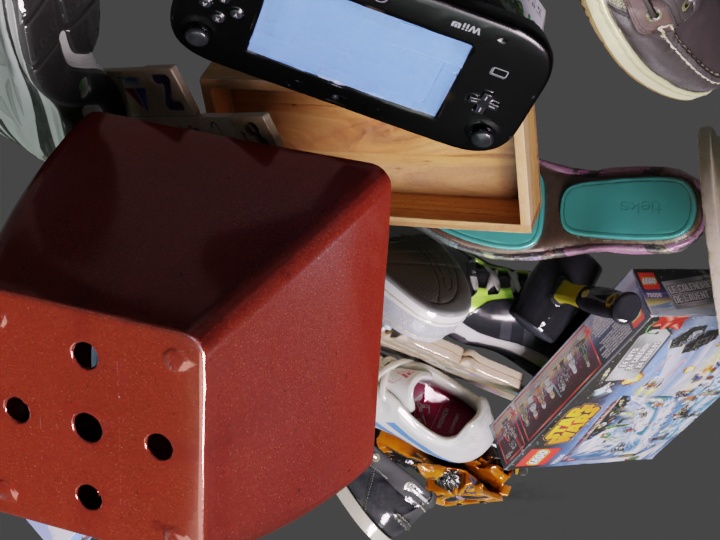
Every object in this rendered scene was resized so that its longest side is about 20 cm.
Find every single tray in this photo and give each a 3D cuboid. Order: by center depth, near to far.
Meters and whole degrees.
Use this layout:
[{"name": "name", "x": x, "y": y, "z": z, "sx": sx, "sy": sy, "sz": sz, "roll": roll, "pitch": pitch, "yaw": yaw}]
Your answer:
[{"name": "tray", "x": 0.007, "y": -0.078, "z": 0.957, "sx": 0.198, "sy": 0.037, "sz": 0.099, "roll": 4, "pitch": 126, "yaw": 17}]

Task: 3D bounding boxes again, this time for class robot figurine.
[{"name": "robot figurine", "x": 0.055, "y": 0.155, "z": 1.390, "sx": 0.144, "sy": 0.059, "sz": 0.199, "roll": -14, "pitch": 141, "yaw": 44}]

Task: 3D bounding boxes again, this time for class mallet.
[{"name": "mallet", "x": 0.134, "y": 0.025, "z": 0.984, "sx": 0.041, "sy": 0.066, "sz": 0.200, "roll": 35, "pitch": -174, "yaw": -6}]

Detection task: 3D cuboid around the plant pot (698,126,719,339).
[{"name": "plant pot", "x": 0.295, "y": 0.006, "z": 0.877, "sx": 0.182, "sy": 0.202, "sz": 0.201, "roll": -8, "pitch": 148, "yaw": 16}]

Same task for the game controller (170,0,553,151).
[{"name": "game controller", "x": 0.000, "y": -0.123, "z": 0.828, "sx": 0.198, "sy": 0.042, "sz": 0.104, "roll": 18, "pitch": 154, "yaw": -8}]

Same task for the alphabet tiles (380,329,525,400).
[{"name": "alphabet tiles", "x": 0.051, "y": 0.061, "z": 1.181, "sx": 0.194, "sy": 0.015, "sz": 0.200, "roll": 23, "pitch": 175, "yaw": -12}]

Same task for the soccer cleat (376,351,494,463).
[{"name": "soccer cleat", "x": 0.013, "y": 0.086, "z": 1.221, "sx": 0.198, "sy": 0.070, "sz": 0.087, "roll": 20, "pitch": 156, "yaw": 9}]

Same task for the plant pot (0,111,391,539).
[{"name": "plant pot", "x": -0.109, "y": 0.048, "z": 0.875, "sx": 0.198, "sy": 0.176, "sz": 0.202, "roll": 11, "pitch": 117, "yaw": 17}]

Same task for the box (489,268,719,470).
[{"name": "box", "x": 0.193, "y": 0.070, "z": 1.081, "sx": 0.136, "sy": 0.040, "sz": 0.200, "roll": 0, "pitch": 145, "yaw": -30}]

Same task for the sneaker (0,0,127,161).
[{"name": "sneaker", "x": -0.215, "y": -0.140, "z": 0.937, "sx": 0.114, "sy": 0.076, "sz": 0.201, "roll": 19, "pitch": 144, "yaw": 19}]

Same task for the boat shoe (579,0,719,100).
[{"name": "boat shoe", "x": 0.139, "y": -0.152, "z": 0.751, "sx": 0.064, "sy": 0.074, "sz": 0.200, "roll": -4, "pitch": 148, "yaw": 41}]

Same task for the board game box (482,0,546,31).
[{"name": "board game box", "x": -0.002, "y": -0.173, "z": 0.818, "sx": 0.125, "sy": 0.035, "sz": 0.200, "roll": -5, "pitch": 148, "yaw": 33}]

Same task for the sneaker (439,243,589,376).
[{"name": "sneaker", "x": 0.121, "y": 0.018, "z": 1.117, "sx": 0.199, "sy": 0.072, "sz": 0.083, "roll": 27, "pitch": 126, "yaw": -27}]

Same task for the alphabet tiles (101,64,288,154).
[{"name": "alphabet tiles", "x": -0.098, "y": -0.055, "z": 0.988, "sx": 0.199, "sy": 0.008, "sz": 0.168, "roll": 6, "pitch": 130, "yaw": 49}]

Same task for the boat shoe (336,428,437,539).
[{"name": "boat shoe", "x": -0.014, "y": 0.127, "z": 1.287, "sx": 0.067, "sy": 0.201, "sz": 0.072, "roll": -39, "pitch": 161, "yaw": 7}]

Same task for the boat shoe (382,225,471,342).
[{"name": "boat shoe", "x": -0.002, "y": 0.000, "z": 1.009, "sx": 0.074, "sy": 0.065, "sz": 0.202, "roll": -2, "pitch": -155, "yaw": -38}]

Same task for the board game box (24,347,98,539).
[{"name": "board game box", "x": -0.181, "y": 0.063, "z": 1.043, "sx": 0.151, "sy": 0.200, "sz": 0.037, "roll": 44, "pitch": -166, "yaw": 15}]

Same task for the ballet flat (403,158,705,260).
[{"name": "ballet flat", "x": 0.126, "y": -0.037, "z": 0.998, "sx": 0.198, "sy": 0.070, "sz": 0.071, "roll": 3, "pitch": 171, "yaw": 19}]
